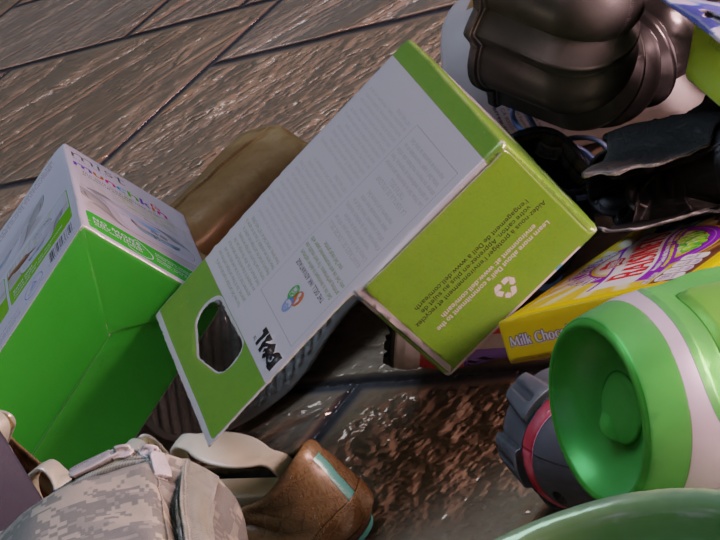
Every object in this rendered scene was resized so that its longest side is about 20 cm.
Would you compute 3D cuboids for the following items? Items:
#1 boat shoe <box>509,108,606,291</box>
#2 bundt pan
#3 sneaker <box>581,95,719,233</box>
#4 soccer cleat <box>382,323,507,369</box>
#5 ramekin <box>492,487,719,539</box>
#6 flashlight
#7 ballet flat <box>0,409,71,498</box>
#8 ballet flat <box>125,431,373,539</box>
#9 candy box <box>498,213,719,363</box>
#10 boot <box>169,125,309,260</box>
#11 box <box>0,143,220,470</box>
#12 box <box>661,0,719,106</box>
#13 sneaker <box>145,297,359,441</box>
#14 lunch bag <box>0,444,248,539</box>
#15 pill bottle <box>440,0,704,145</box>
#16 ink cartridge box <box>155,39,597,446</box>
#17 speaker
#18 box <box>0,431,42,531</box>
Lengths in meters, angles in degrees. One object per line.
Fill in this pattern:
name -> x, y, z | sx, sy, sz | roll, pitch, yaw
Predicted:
boat shoe -> 0.107, -0.047, 1.085 | 0.084, 0.069, 0.200 | 12, 19, -2
bundt pan -> 0.146, -0.161, 1.037 | 0.076, 0.202, 0.202 | 34, 58, 26
sneaker -> 0.164, -0.059, 1.011 | 0.104, 0.060, 0.200 | -11, 12, 5
soccer cleat -> 0.057, 0.005, 1.099 | 0.073, 0.069, 0.200 | 5, 20, 5
ramekin -> 0.085, 0.172, 0.640 | 0.199, 0.098, 0.200 | -24, 22, 11
flashlight -> 0.121, 0.096, 0.804 | 0.068, 0.068, 0.200 | -46, 23, 0
ballet flat -> -0.176, 0.108, 0.979 | 0.070, 0.200, 0.065 | -41, -17, -53
ballet flat -> -0.085, 0.116, 0.994 | 0.199, 0.073, 0.068 | -10, 29, 38
candy box -> 0.154, -0.002, 0.955 | 0.102, 0.027, 0.200 | -16, 7, 32
boot -> -0.097, -0.035, 1.346 | 0.175, 0.066, 0.200 | -1, 33, 48
box -> -0.183, 0.050, 1.118 | 0.200, 0.096, 0.177 | -56, 19, 8
box -> 0.253, -0.094, 0.952 | 0.199, 0.048, 0.122 | 4, 19, -11
sneaker -> -0.056, 0.031, 1.175 | 0.200, 0.073, 0.114 | -40, 4, -13
lunch bag -> -0.099, 0.172, 0.732 | 0.168, 0.139, 0.200 | -56, 16, 9
pill bottle -> 0.160, -0.142, 1.207 | 0.199, 0.115, 0.114 | -14, 26, 32
ink cartridge box -> 0.000, 0.000, 0.974 | 0.200, 0.076, 0.148 | -46, 30, 8
speaker -> 0.176, 0.037, 0.756 | 0.199, 0.089, 0.088 | -10, 15, -23
box -> -0.224, 0.151, 0.916 | 0.182, 0.201, 0.104 | -3, 33, 46
